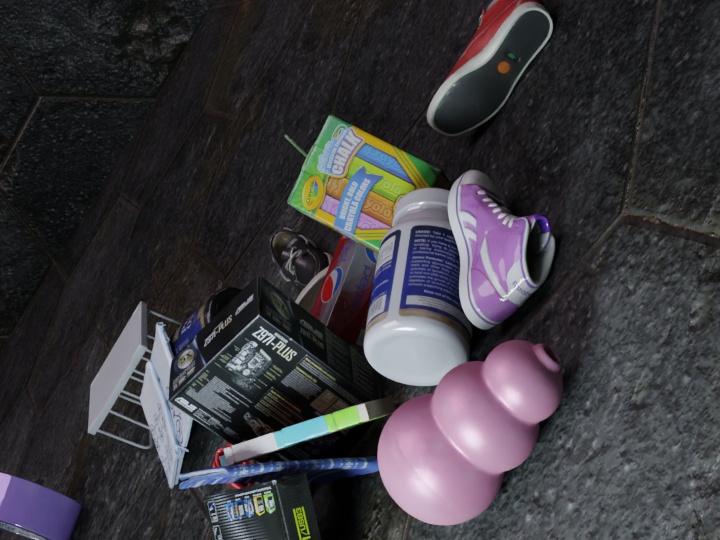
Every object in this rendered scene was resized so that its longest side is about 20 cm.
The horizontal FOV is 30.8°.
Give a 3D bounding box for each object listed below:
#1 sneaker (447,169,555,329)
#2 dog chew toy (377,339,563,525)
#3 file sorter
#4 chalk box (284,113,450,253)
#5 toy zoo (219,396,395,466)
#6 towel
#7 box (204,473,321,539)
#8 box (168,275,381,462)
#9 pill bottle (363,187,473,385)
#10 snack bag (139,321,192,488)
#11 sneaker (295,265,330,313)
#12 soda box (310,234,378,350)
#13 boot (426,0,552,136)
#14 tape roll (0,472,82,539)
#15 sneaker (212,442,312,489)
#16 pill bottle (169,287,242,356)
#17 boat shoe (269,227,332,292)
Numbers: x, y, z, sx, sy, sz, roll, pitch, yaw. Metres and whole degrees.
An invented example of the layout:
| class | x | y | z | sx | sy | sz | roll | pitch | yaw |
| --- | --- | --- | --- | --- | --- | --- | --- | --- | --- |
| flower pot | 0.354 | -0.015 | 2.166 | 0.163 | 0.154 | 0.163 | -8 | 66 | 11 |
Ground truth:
| class | x | y | z | sx | sy | sz | roll | pitch | yaw |
| --- | --- | --- | --- | --- | --- | --- | --- | --- | --- |
| sneaker | 0.157 | -0.045 | 1.378 | 0.114 | 0.072 | 0.202 | -42 | 40 | 37 |
| dog chew toy | 0.108 | 0.142 | 1.209 | 0.200 | 0.124 | 0.125 | -46 | 26 | 20 |
| file sorter | -0.374 | 0.189 | 2.274 | 0.201 | 0.124 | 0.139 | -55 | 23 | 22 |
| chalk box | -0.008 | -0.105 | 1.599 | 0.125 | 0.199 | 0.125 | -63 | -10 | 1 |
| toy zoo | -0.068 | 0.183 | 1.459 | 0.198 | 0.021 | 0.131 | -20 | -7 | 13 |
| towel | -0.089 | 0.229 | 1.470 | 0.144 | 0.198 | 0.024 | -23 | 69 | 57 |
| box | -0.098 | 0.332 | 1.439 | 0.200 | 0.047 | 0.195 | -25 | 74 | 58 |
| box | -0.101 | 0.133 | 1.551 | 0.164 | 0.199 | 0.086 | -43 | 26 | 21 |
| pill bottle | 0.071 | 0.015 | 1.434 | 0.116 | 0.115 | 0.201 | -40 | 31 | 46 |
| snack bag | -0.306 | 0.212 | 2.054 | 0.201 | 0.021 | 0.190 | 111 | 143 | -47 |
| sneaker | -0.072 | 0.064 | 1.778 | 0.201 | 0.075 | 0.085 | -54 | 18 | 15 |
| soda box | 0.000 | 0.000 | 1.692 | 0.070 | 0.063 | 0.202 | -4 | 62 | 64 |
| boot | 0.152 | -0.268 | 1.640 | 0.200 | 0.072 | 0.145 | -48 | 24 | 16 |
| tape roll | -0.637 | 0.455 | 2.484 | 0.200 | 0.199 | 0.086 | -21 | 47 | 60 |
| sneaker | -0.128 | 0.223 | 1.665 | 0.079 | 0.115 | 0.200 | -57 | 23 | 13 |
| pill bottle | -0.232 | 0.116 | 2.041 | 0.200 | 0.111 | 0.113 | -39 | 32 | 46 |
| boat shoe | -0.090 | -0.015 | 1.926 | 0.074 | 0.060 | 0.200 | -58 | 22 | 11 |
